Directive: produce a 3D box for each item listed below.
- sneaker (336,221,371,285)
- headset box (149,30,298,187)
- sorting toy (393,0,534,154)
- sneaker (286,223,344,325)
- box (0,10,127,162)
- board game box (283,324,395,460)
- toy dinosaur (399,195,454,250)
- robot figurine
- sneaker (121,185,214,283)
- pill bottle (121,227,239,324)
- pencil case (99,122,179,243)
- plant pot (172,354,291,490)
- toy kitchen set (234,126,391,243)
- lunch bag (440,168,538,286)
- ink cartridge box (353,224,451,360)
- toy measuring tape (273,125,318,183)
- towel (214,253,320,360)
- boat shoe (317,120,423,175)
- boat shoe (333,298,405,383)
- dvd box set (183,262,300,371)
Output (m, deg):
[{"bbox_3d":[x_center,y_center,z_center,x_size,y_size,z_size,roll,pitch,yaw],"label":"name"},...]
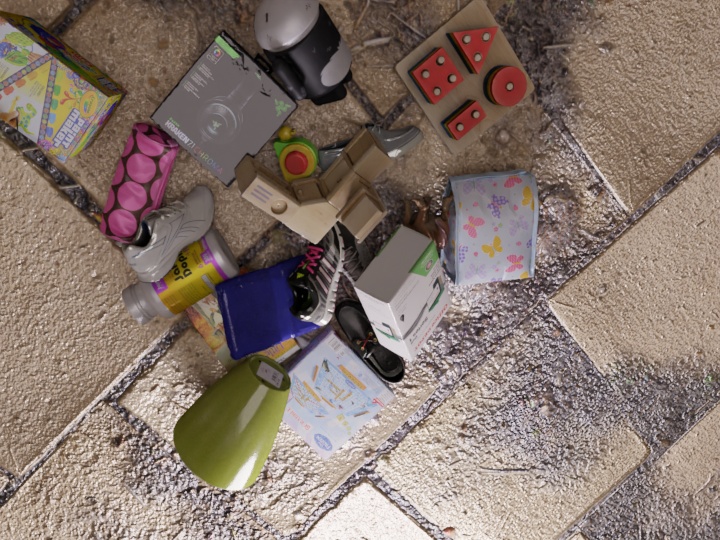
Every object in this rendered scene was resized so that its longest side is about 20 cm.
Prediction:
[{"bbox_3d":[0.000,0.000,1.298,0.074,0.116,0.201,-35,110,2],"label":"sneaker"},{"bbox_3d":[-0.223,-0.280,1.184,0.174,0.093,0.200,42,98,-19],"label":"headset box"},{"bbox_3d":[0.197,-0.347,1.255,0.198,0.070,0.201,-38,109,2],"label":"sorting toy"},{"bbox_3d":[-0.086,0.002,1.259,0.086,0.073,0.204,-1,102,-47],"label":"sneaker"},{"bbox_3d":[-0.488,-0.286,1.080,0.192,0.200,0.123,37,97,-19],"label":"box"},{"bbox_3d":[-0.066,0.247,1.399,0.199,0.041,0.200,-42,109,4],"label":"board game box"},{"bbox_3d":[0.121,-0.065,1.276,0.084,0.199,0.139,-7,97,-21],"label":"toy dinosaur"},{"bbox_3d":[-0.092,-0.368,1.153,0.124,0.151,0.200,-36,134,6],"label":"robot figurine"},{"bbox_3d":[-0.323,-0.075,1.190,0.201,0.074,0.088,-56,142,-24],"label":"sneaker"},{"bbox_3d":[-0.324,0.015,1.249,0.198,0.104,0.105,-32,109,0],"label":"pill bottle"},{"bbox_3d":[-0.376,-0.147,1.203,0.093,0.090,0.203,26,105,19],"label":"pencil case"},{"bbox_3d":[-0.216,0.260,1.281,0.185,0.188,0.201,30,109,-17],"label":"plant pot"},{"bbox_3d":[-0.066,-0.148,1.137,0.179,0.164,0.200,32,111,-37],"label":"toy kitchen set"},{"bbox_3d":[0.241,-0.089,1.312,0.166,0.128,0.204,-8,119,-8],"label":"lunch bag"},{"bbox_3d":[0.082,0.045,1.250,0.147,0.083,0.201,-52,145,-20],"label":"ink cartridge box"},{"bbox_3d":[-0.098,-0.167,1.257,0.072,0.074,0.203,-21,116,-3],"label":"toy measuring tape"},{"bbox_3d":[-0.168,0.064,1.285,0.198,0.049,0.151,-20,108,-35],"label":"towel"},{"bbox_3d":[0.016,-0.228,1.257,0.197,0.070,0.073,-22,115,0],"label":"boat shoe"},{"bbox_3d":[0.022,0.138,1.373,0.073,0.063,0.202,-37,108,5],"label":"boat shoe"},{"bbox_3d":[-0.227,0.108,1.334,0.145,0.029,0.202,-32,109,0],"label":"dvd box set"}]
